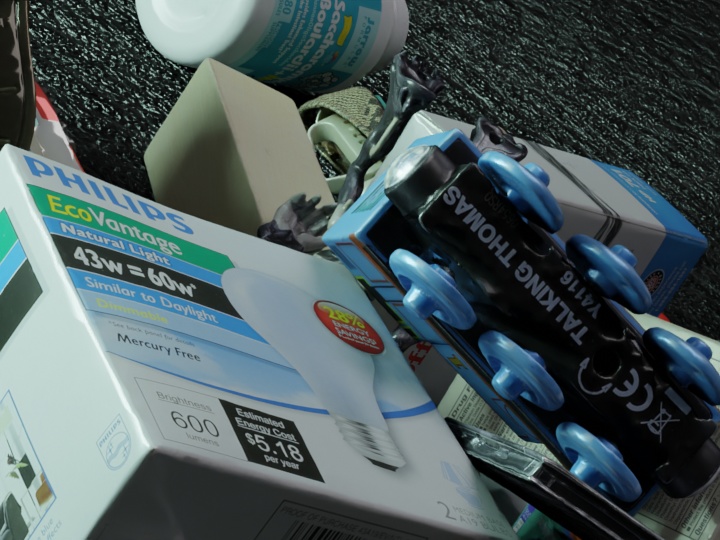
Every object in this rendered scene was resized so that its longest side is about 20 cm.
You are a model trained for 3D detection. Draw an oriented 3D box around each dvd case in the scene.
[{"bbox_3d":[0.131,0.127,1.000,0.200,0.016,0.149,35,-6,-12],"label":"dvd case"}]

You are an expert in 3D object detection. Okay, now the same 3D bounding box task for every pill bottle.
[{"bbox_3d":[-0.052,-0.182,1.624,0.200,0.111,0.111,6,34,-53],"label":"pill bottle"}]

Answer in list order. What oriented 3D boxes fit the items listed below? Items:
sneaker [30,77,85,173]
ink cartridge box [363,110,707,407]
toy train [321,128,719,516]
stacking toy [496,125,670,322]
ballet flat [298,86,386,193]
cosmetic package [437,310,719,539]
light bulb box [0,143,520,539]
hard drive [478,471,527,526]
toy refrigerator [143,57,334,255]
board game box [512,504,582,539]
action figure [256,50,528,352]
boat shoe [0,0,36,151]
[{"bbox_3d":[-0.170,-0.022,1.161,0.093,0.070,0.200,-12,51,-36],"label":"sneaker"},{"bbox_3d":[0.081,0.004,1.353,0.200,0.147,0.086,13,27,-46],"label":"ink cartridge box"},{"bbox_3d":[0.077,0.023,1.044,0.200,0.087,0.114,46,-11,-11],"label":"toy train"},{"bbox_3d":[0.126,0.000,1.559,0.200,0.085,0.085,46,22,11],"label":"stacking toy"},{"bbox_3d":[0.010,-0.056,1.519,0.075,0.068,0.200,-9,34,-23],"label":"ballet flat"},{"bbox_3d":[0.136,0.080,1.144,0.073,0.104,0.200,37,-8,-38],"label":"cosmetic package"},{"bbox_3d":[-0.072,0.075,0.980,0.198,0.125,0.200,20,26,-38],"label":"light bulb box"},{"bbox_3d":[0.136,0.180,1.216,0.200,0.027,0.132,32,20,-6],"label":"hard drive"},{"bbox_3d":[-0.061,-0.033,1.320,0.070,0.076,0.200,25,21,-26],"label":"toy refrigerator"},{"bbox_3d":[0.155,0.188,1.077,0.200,0.045,0.152,36,3,-4],"label":"board game box"},{"bbox_3d":[0.000,0.000,1.163,0.119,0.200,0.102,37,15,9],"label":"action figure"},{"bbox_3d":[-0.188,-0.091,1.125,0.072,0.200,0.068,11,-18,-10],"label":"boat shoe"}]
